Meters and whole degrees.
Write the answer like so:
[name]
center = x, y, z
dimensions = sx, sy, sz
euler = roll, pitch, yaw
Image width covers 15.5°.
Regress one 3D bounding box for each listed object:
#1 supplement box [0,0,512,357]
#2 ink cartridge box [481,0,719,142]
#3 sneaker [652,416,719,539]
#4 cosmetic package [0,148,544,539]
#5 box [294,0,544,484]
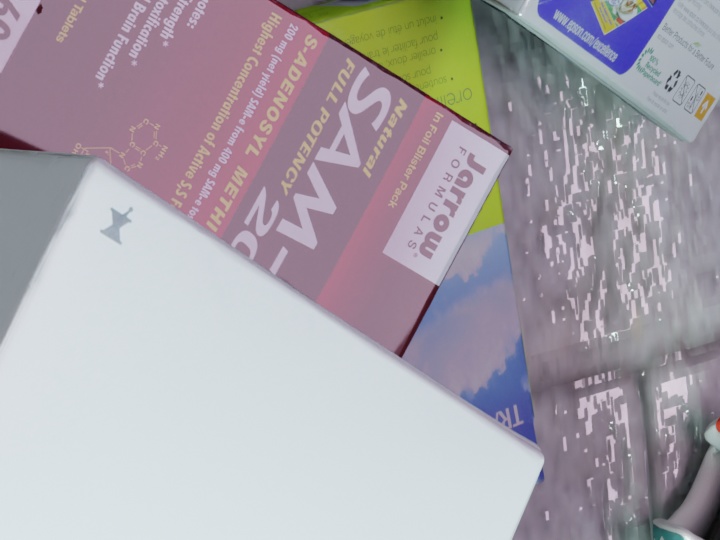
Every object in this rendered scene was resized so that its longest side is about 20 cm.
[supplement box]
center = -0.060, -0.046, 0.900
dimensions = 0.199, 0.061, 0.109
euler = 30, 87, -22
[ink cartridge box]
center = 0.137, -0.162, 1.018
dimensions = 0.200, 0.043, 0.198
euler = -57, 152, 5
[sneaker]
center = 0.200, 0.089, 1.156
dimensions = 0.200, 0.070, 0.094
euler = -39, 122, -27
[cosmetic package]
center = -0.089, 0.057, 0.836
dimensions = 0.199, 0.200, 0.123
euler = 34, 73, -35
[box]
center = 0.000, 0.000, 1.001
dimensions = 0.122, 0.048, 0.201
euler = -19, 105, -36
